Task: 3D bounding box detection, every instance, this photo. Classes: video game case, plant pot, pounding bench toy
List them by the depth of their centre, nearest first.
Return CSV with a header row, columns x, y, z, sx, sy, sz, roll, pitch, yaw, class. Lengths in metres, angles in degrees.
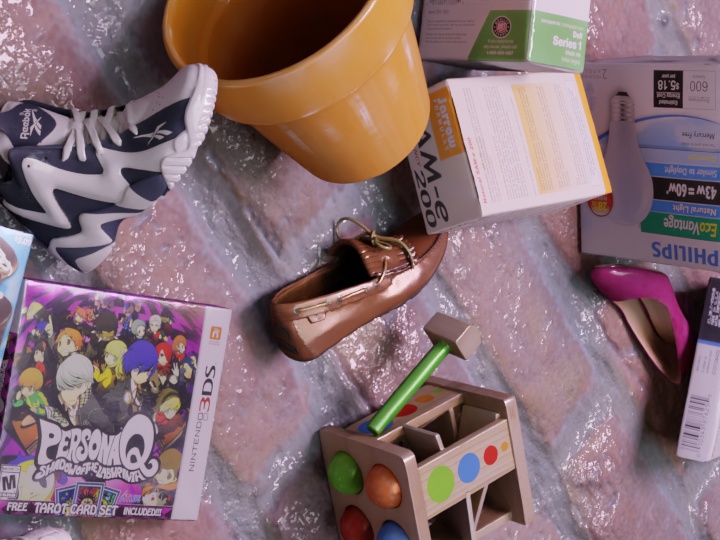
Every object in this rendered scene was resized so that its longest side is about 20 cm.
x,y,z,sx,sy,sz,roll,pitch,yaw,class
-0.204,0.107,1.239,0.199,0.036,0.183,11,88,-40,video game case
-0.031,-0.173,1.256,0.201,0.199,0.184,-58,141,-18,plant pot
0.048,0.155,1.399,0.155,0.124,0.202,-23,110,-35,pounding bench toy

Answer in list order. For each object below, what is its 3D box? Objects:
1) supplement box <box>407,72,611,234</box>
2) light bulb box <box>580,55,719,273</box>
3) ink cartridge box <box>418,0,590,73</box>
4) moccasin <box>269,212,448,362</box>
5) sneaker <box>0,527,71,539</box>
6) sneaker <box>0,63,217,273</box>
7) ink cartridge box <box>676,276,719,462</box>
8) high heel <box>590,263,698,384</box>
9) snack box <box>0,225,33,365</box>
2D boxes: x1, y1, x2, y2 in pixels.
x,y,z,sx,sy,sz,roll,pitch,yaw,class
0.135,-0.112,1.432,0.199,0.073,0.127,-10,84,-45,supplement box
0.327,-0.112,1.544,0.124,0.198,0.202,-10,102,-36,light bulb box
0.136,-0.285,1.393,0.084,0.145,0.202,3,95,-41,ink cartridge box
-0.001,0.000,1.375,0.200,0.073,0.078,-30,123,-24,moccasin
-0.280,0.232,1.185,0.200,0.074,0.100,40,58,-41,sneaker
-0.205,-0.099,1.143,0.129,0.199,0.080,31,36,-26,sneaker
0.403,0.108,1.721,0.200,0.047,0.200,9,90,-71,ink cartridge box
0.303,0.055,1.630,0.199,0.067,0.097,20,73,-43,high heel
-0.342,0.005,1.109,0.199,0.037,0.117,17,85,-40,snack box
